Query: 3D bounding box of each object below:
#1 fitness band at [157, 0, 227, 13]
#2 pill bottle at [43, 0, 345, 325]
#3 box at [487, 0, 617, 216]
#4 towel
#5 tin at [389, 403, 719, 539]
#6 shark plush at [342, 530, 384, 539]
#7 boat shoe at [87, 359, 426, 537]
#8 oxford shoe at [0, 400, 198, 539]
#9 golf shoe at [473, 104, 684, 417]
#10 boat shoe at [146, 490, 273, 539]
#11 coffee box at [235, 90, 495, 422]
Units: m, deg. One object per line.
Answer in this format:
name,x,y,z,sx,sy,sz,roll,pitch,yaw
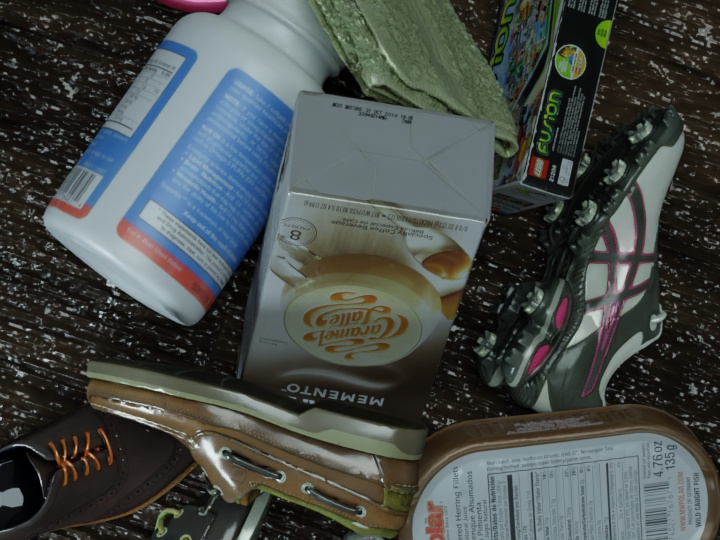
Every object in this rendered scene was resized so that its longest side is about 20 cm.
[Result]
fitness band,-0.099,-0.255,1.783,0.143,0.037,0.201,-18,87,-10
pill bottle,-0.085,-0.078,1.721,0.112,0.112,0.200,35,82,-2
box,0.112,-0.136,1.758,0.035,0.110,0.201,16,80,-17
towel,0.015,-0.156,1.709,0.036,0.148,0.201,-40,55,20
tin,0.115,0.140,1.744,0.199,0.042,0.113,-6,100,-8
shark plush,0.047,0.243,1.718,0.091,0.083,0.201,-38,111,-21
boat shoe,-0.065,0.098,1.651,0.199,0.072,0.068,14,96,16
oxford shoe,-0.163,0.115,1.707,0.199,0.073,0.071,-26,87,-10
golf shoe,0.148,-0.003,1.776,0.088,0.077,0.201,32,85,-19
boat shoe,-0.100,0.173,1.708,0.060,0.072,0.202,22,76,2
coffee box,0.000,0.000,1.676,0.114,0.200,0.080,9,50,-5
